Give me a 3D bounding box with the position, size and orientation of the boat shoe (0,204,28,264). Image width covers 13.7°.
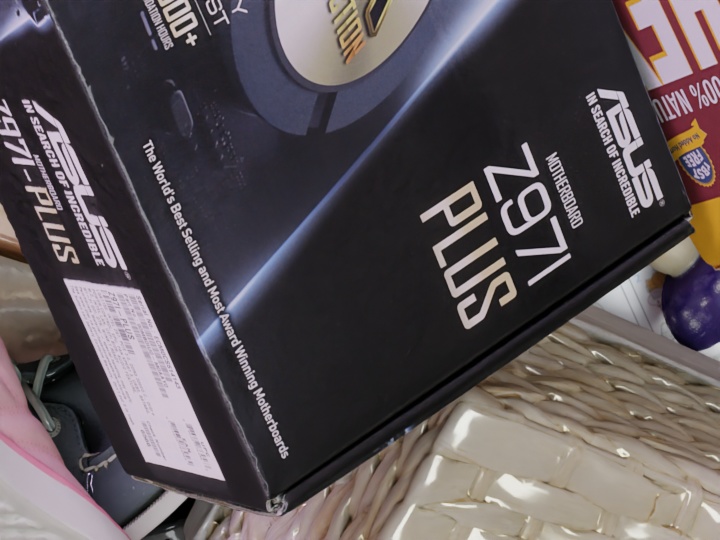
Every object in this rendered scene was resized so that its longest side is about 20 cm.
[{"bbox_3d":[-0.158,-0.062,0.889,0.200,0.072,0.072,21,85,-19],"label":"boat shoe"}]

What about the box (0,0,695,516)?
[{"bbox_3d":[-0.021,-0.061,0.826,0.164,0.086,0.200,-33,111,-27],"label":"box"}]

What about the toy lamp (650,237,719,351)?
[{"bbox_3d":[0.054,-0.050,1.008,0.200,0.058,0.058,39,97,-15],"label":"toy lamp"}]

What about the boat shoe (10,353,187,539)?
[{"bbox_3d":[-0.109,0.063,0.993,0.200,0.073,0.062,-37,116,24],"label":"boat shoe"}]

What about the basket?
[{"bbox_3d":[0.065,0.092,0.974,0.200,0.123,0.136,22,105,-25],"label":"basket"}]

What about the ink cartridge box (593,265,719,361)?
[{"bbox_3d":[0.152,0.042,1.093,0.162,0.057,0.200,-26,94,-3],"label":"ink cartridge box"}]

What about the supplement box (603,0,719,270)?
[{"bbox_3d":[0.153,-0.140,0.854,0.200,0.133,0.198,-34,96,-23],"label":"supplement box"}]

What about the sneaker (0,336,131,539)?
[{"bbox_3d":[-0.124,0.057,0.930,0.075,0.105,0.200,-26,135,8],"label":"sneaker"}]

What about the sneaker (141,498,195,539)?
[{"bbox_3d":[-0.075,0.112,1.044,0.200,0.071,0.083,-39,109,-3],"label":"sneaker"}]
